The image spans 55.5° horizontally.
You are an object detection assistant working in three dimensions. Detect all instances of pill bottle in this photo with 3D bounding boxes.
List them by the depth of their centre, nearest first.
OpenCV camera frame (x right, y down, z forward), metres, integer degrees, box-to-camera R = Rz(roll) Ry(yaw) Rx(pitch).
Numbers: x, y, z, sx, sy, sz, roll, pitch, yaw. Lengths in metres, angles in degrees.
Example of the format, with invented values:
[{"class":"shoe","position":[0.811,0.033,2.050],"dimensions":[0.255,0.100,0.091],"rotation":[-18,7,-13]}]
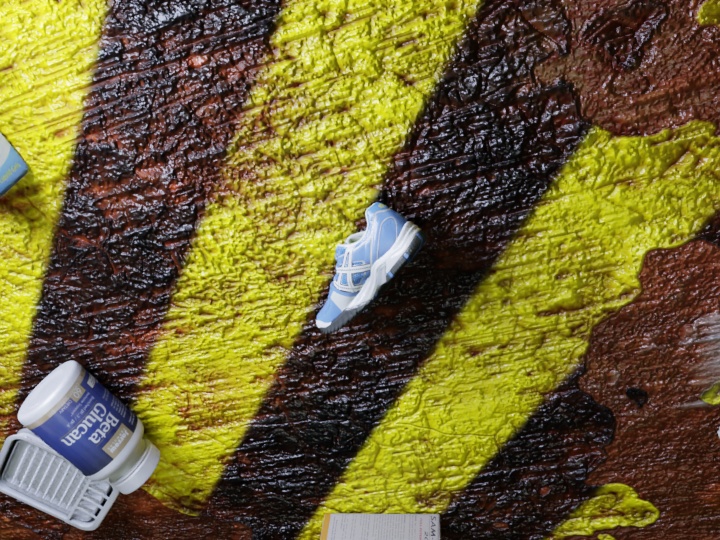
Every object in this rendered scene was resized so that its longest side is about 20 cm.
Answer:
[{"class":"pill bottle","position":[-0.397,0.241,1.025],"dimensions":[0.110,0.112,0.201],"rotation":[-28,116,24]}]

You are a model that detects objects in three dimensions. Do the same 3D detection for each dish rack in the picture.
[{"class":"dish rack","position":[-0.507,0.347,1.154],"dimensions":[0.198,0.044,0.172],"rotation":[30,123,-12]}]

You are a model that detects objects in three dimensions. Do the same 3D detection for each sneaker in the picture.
[{"class":"sneaker","position":[0.000,0.000,0.841],"dimensions":[0.077,0.076,0.201],"rotation":[43,121,6]}]

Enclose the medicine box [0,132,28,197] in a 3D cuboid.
[{"class":"medicine box","position":[-0.504,-0.133,0.748],"dimensions":[0.102,0.183,0.201],"rotation":[-20,119,20]}]

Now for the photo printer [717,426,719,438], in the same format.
[{"class":"photo printer","position":[0.569,0.214,0.852],"dimensions":[0.167,0.069,0.200],"rotation":[52,124,17]}]

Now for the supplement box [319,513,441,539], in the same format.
[{"class":"supplement box","position":[0.039,0.474,1.140],"dimensions":[0.196,0.074,0.128],"rotation":[-3,124,10]}]
